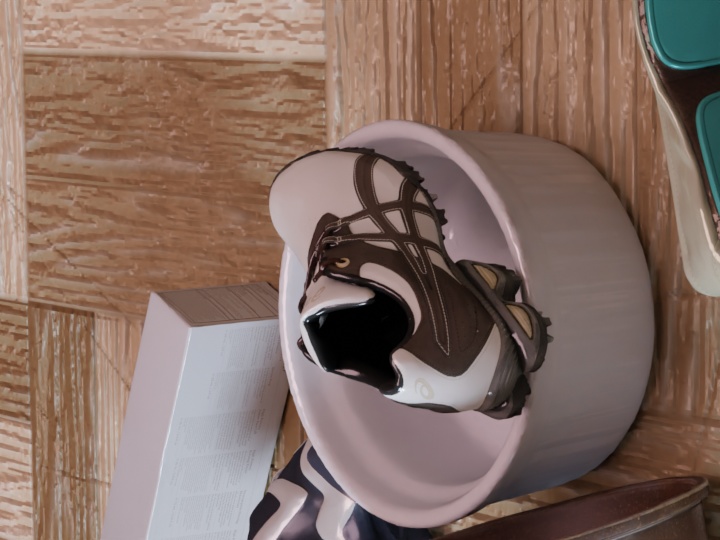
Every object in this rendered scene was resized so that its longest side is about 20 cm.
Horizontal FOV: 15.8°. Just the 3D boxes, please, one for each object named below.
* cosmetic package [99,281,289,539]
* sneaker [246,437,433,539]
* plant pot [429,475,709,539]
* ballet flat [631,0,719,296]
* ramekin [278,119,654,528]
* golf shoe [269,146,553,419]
[{"bbox_3d":[-0.097,0.107,1.521,0.051,0.082,0.200,39,123,46],"label":"cosmetic package"},{"bbox_3d":[-0.011,0.185,1.421,0.130,0.079,0.200,-33,69,50],"label":"sneaker"},{"bbox_3d":[0.091,0.218,1.213,0.200,0.200,0.199,-17,88,52],"label":"plant pot"},{"bbox_3d":[0.158,-0.082,1.183,0.069,0.069,0.201,-23,69,51],"label":"ballet flat"},{"bbox_3d":[0.055,0.023,1.301,0.200,0.098,0.201,8,100,51],"label":"ramekin"},{"bbox_3d":[0.000,0.000,1.215,0.200,0.094,0.078,39,124,45],"label":"golf shoe"}]
